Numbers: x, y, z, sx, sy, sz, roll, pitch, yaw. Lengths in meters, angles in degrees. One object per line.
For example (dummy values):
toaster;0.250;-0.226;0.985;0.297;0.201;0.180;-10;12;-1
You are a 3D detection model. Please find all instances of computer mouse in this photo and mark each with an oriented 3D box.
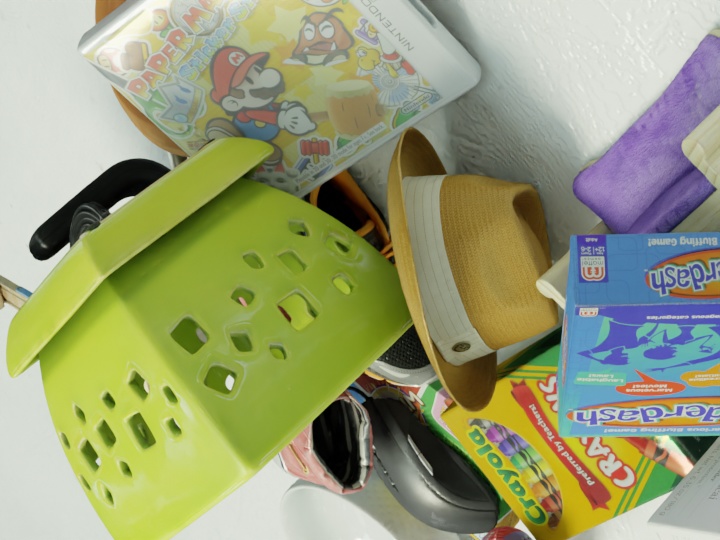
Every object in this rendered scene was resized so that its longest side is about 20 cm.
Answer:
computer mouse;0.016;0.155;1.332;0.200;0.046;0.141;47;148;7

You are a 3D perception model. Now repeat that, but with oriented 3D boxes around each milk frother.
milk frother;-0.152;-0.003;1.327;0.199;0.188;0.181;-8;118;55

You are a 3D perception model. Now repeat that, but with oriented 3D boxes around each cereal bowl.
cereal bowl;0.026;0.243;1.461;0.199;0.083;0.201;34;146;27

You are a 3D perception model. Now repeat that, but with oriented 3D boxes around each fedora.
fedora;0.082;-0.007;1.075;0.081;0.201;0.202;-14;118;16

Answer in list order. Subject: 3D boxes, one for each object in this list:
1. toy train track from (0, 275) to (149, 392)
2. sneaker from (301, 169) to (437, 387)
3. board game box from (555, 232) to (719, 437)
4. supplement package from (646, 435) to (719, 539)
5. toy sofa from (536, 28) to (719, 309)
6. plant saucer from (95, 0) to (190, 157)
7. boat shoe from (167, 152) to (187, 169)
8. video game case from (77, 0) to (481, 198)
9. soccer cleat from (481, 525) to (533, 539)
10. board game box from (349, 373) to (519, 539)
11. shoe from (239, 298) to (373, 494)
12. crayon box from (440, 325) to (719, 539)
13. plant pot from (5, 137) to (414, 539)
toy train track;-0.234;0.051;1.275;0.199;0.032;0.115;26;141;36
sneaker;0.000;0.000;1.241;0.201;0.078;0.077;54;145;-4
board game box;0.189;0.041;0.932;0.150;0.045;0.200;-2;155;4
supplement package;0.297;0.169;0.983;0.199;0.121;0.120;0;125;52
toy sofa;0.174;-0.041;0.956;0.098;0.083;0.200;46;150;4
plant saucer;-0.124;-0.179;1.154;0.199;0.037;0.202;6;98;42
boat shoe;-0.149;-0.157;1.271;0.070;0.069;0.201;13;133;48
video game case;-0.053;-0.136;1.069;0.199;0.023;0.182;-30;122;31
soccer cleat;0.110;0.223;1.233;0.074;0.068;0.200;59;-179;20
board game box;0.049;0.117;1.334;0.199;0.040;0.154;36;146;24
shoe;-0.044;0.074;1.265;0.091;0.071;0.202;14;123;56
crayon box;0.143;0.115;1.155;0.127;0.051;0.200;51;137;-1
plant pot;-0.108;0.042;1.090;0.182;0.199;0.200;50;140;-1
